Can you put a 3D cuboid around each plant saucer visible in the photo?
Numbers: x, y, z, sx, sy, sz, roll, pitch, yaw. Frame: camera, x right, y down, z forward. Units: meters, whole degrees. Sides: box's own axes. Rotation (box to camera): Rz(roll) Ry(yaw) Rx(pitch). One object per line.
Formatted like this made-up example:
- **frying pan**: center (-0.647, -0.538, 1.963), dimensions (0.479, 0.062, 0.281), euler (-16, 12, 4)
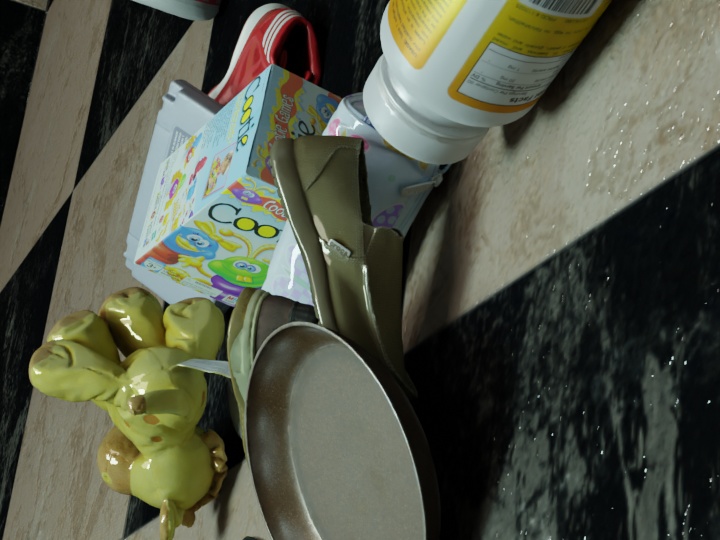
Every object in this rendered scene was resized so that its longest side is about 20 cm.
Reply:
- **plant saucer**: center (-0.008, 0.127, 1.067), dimensions (0.200, 0.032, 0.201), euler (26, 122, 52)

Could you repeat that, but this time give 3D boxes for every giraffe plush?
- **giraffe plush**: center (-0.171, 0.129, 1.457), dimensions (0.200, 0.172, 0.163), euler (21, 128, 37)

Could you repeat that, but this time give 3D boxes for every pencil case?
- **pencil case**: center (-0.006, -0.026, 1.212), dimensions (0.201, 0.091, 0.083), euler (-65, -13, 23)

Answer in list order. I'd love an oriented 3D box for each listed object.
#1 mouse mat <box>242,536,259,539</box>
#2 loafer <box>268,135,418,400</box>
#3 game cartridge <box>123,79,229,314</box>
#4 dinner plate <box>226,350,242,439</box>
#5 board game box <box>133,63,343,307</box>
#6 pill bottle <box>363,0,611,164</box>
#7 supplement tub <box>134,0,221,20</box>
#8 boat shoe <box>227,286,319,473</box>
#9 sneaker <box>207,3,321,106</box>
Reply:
- **mouse mat**: center (-0.089, 0.306, 1.294), dimensions (0.161, 0.007, 0.201), euler (176, 107, -70)
- **loafer**: center (0.000, 0.000, 1.119), dimensions (0.076, 0.067, 0.201), euler (-8, -103, -82)
- **game cartridge**: center (-0.147, -0.058, 1.576), dimensions (0.133, 0.041, 0.201), euler (37, 123, 31)
- **dinner plate**: center (-0.080, 0.044, 1.449), dimensions (0.200, 0.024, 0.201), euler (-163, 90, -71)
- **board game box**: center (-0.085, -0.063, 1.380), dimensions (0.200, 0.103, 0.105), euler (-32, 40, 52)
- **pill bottle**: center (0.079, -0.158, 1.032), dimensions (0.200, 0.111, 0.111), euler (126, 153, -44)
- **supplement tub**: center (-0.201, -0.396, 1.946), dimensions (0.140, 0.140, 0.201), euler (-131, 59, -67)
- **boat shoe**: center (-0.044, 0.092, 1.180), dimensions (0.201, 0.066, 0.072), euler (79, -153, -46)
- **sneaker**: center (-0.097, -0.146, 1.565), dimensions (0.116, 0.078, 0.201), euler (-146, 72, -71)
